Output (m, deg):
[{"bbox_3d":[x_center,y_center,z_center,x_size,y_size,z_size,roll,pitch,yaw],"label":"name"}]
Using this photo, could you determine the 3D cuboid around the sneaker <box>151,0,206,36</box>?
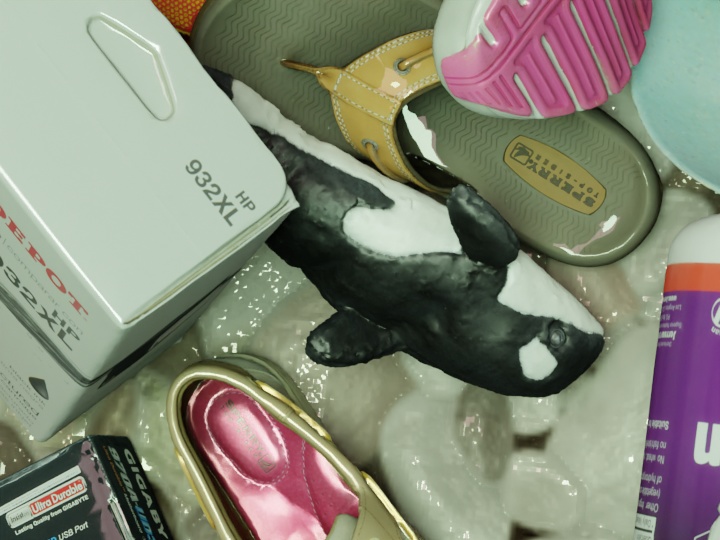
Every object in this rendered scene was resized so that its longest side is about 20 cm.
[{"bbox_3d":[-0.080,-0.123,0.861,0.199,0.073,0.078,-1,93,17],"label":"sneaker"}]

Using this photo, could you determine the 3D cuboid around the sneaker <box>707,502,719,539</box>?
[{"bbox_3d":[0.192,0.071,0.682,0.199,0.082,0.075,-30,106,-28],"label":"sneaker"}]

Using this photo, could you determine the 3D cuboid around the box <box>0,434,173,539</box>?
[{"bbox_3d":[-0.158,0.182,0.879,0.199,0.046,0.160,-28,78,10],"label":"box"}]

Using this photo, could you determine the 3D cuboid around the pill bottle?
[{"bbox_3d":[0.158,0.085,0.776,0.112,0.112,0.202,6,85,15],"label":"pill bottle"}]

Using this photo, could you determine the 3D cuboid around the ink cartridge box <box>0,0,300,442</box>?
[{"bbox_3d":[-0.120,-0.031,0.796,0.084,0.200,0.145,-38,88,-23],"label":"ink cartridge box"}]

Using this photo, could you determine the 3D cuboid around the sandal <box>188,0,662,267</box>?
[{"bbox_3d":[0.029,-0.057,0.821,0.199,0.055,0.082,31,107,-8],"label":"sandal"}]

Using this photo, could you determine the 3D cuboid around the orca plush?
[{"bbox_3d":[0.000,0.000,0.807,0.200,0.105,0.071,40,67,-26],"label":"orca plush"}]

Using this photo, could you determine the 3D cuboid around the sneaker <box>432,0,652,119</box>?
[{"bbox_3d":[0.069,-0.126,0.815,0.088,0.200,0.082,3,129,31],"label":"sneaker"}]

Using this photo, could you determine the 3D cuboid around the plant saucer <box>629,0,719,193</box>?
[{"bbox_3d":[0.201,-0.087,0.791,0.200,0.039,0.202,-16,45,17],"label":"plant saucer"}]

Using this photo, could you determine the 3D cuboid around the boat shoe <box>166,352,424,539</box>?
[{"bbox_3d":[-0.013,0.116,0.837,0.074,0.069,0.200,-43,76,6],"label":"boat shoe"}]

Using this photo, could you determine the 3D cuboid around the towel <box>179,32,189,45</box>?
[{"bbox_3d":[-0.064,-0.128,0.903,0.144,0.022,0.201,15,87,15],"label":"towel"}]
